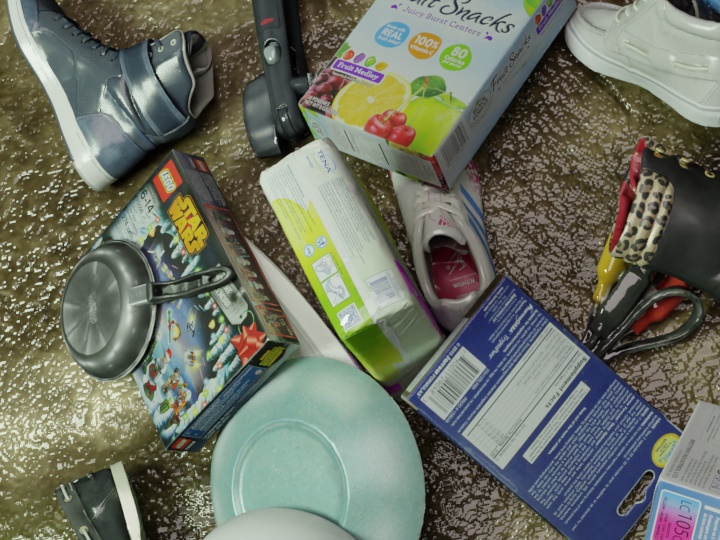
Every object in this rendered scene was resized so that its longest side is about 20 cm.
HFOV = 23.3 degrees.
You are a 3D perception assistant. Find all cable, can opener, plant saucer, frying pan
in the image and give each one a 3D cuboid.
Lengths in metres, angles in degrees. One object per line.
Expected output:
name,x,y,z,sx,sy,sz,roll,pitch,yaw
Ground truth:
cable,0.191,0.054,1.360,0.097,0.050,0.201,38,98,4
can opener,-0.071,-0.196,1.473,0.078,0.063,0.202,-10,72,11
plant saucer,-0.045,0.167,1.331,0.199,0.039,0.204,-1,88,33
frying pan,-0.181,0.038,1.381,0.189,0.031,0.116,13,93,45

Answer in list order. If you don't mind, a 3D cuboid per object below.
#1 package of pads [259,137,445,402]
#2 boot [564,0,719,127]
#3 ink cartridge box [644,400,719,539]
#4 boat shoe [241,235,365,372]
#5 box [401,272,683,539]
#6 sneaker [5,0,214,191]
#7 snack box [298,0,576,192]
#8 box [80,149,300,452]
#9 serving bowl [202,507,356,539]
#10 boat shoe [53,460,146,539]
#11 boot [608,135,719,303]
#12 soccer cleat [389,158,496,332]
package of pads,0.000,0.000,1.323,0.068,0.200,0.155,-29,69,2
boot,0.230,-0.193,1.348,0.073,0.096,0.200,-25,39,-25
ink cartridge box,0.312,0.177,1.225,0.198,0.136,0.077,15,116,19
boat shoe,-0.066,0.050,1.401,0.068,0.072,0.200,-40,78,-1
box,0.143,0.113,1.316,0.200,0.032,0.121,41,85,-8
sneaker,-0.208,-0.191,1.489,0.145,0.077,0.204,-31,78,15
snack box,0.062,-0.173,1.404,0.141,0.053,0.201,24,68,33
box,-0.140,0.023,1.391,0.137,0.040,0.201,-46,56,25
serving bowl,-0.066,0.281,1.287,0.198,0.066,0.203,3,98,24
boat shoe,-0.191,0.250,1.359,0.067,0.072,0.202,-14,62,-9
boot,0.280,-0.067,1.321,0.149,0.073,0.202,19,76,-1
soccer cleat,0.066,-0.048,1.383,0.069,0.086,0.202,-19,70,7
